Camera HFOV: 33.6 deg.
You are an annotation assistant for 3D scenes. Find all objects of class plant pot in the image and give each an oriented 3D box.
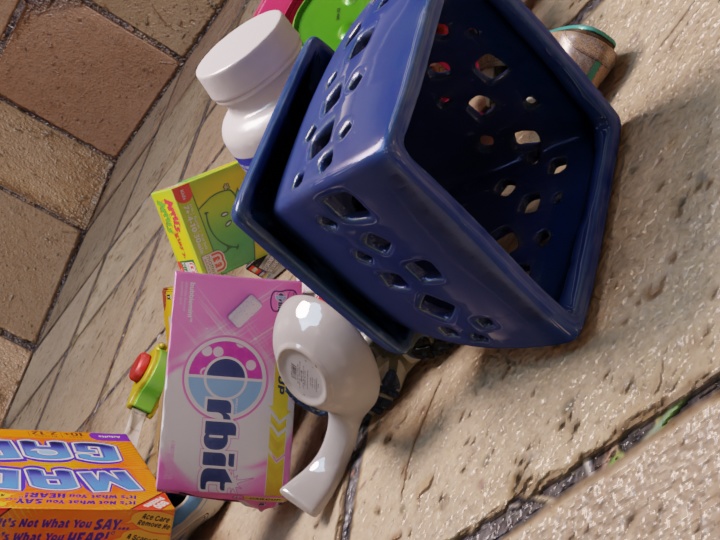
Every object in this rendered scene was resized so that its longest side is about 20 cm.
[{"bbox_3d":[0.039,-0.066,0.806,0.179,0.200,0.201,-18,42,42],"label":"plant pot"}]

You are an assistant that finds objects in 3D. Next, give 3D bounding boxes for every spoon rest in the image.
[{"bbox_3d":[-0.029,0.101,0.923,0.061,0.099,0.201,-35,-36,-40],"label":"spoon rest"}]

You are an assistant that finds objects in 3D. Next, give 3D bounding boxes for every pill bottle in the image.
[{"bbox_3d":[-0.039,-0.101,0.946,0.112,0.200,0.112,-28,28,16],"label":"pill bottle"}]

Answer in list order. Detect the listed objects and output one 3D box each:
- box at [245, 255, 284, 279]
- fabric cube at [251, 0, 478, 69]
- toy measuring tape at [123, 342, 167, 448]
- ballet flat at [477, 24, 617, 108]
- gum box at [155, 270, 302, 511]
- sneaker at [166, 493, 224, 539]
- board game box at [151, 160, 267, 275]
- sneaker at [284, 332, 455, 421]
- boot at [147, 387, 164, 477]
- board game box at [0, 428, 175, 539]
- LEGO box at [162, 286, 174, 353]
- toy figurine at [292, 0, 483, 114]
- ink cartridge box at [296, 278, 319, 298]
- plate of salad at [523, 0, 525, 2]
[{"bbox_3d":[-0.070,-0.099,1.465,0.137,0.040,0.201,-39,28,51],"label":"box"},{"bbox_3d":[0.024,-0.278,1.226,0.201,0.199,0.196,-61,17,-2],"label":"fabric cube"},{"bbox_3d":[-0.280,0.167,1.587,0.074,0.073,0.201,-47,22,36],"label":"toy measuring tape"},{"bbox_3d":[0.134,-0.157,0.967,0.068,0.068,0.200,-68,17,-1],"label":"ballet flat"},{"bbox_3d":[-0.116,0.108,1.051,0.066,0.113,0.201,126,148,-76],"label":"gum box"},{"bbox_3d":[-0.206,0.266,1.232,0.200,0.072,0.072,-56,20,20],"label":"sneaker"},{"bbox_3d":[-0.111,-0.070,1.260,0.199,0.102,0.048,-26,11,-34],"label":"board game box"},{"bbox_3d":[0.018,0.052,0.967,0.200,0.077,0.085,-36,24,33],"label":"sneaker"},{"bbox_3d":[-0.229,0.212,1.397,0.175,0.066,0.200,-42,24,16],"label":"boot"},{"bbox_3d":[-0.316,0.283,1.159,0.200,0.199,0.201,31,112,62],"label":"board game box"},{"bbox_3d":[-0.138,0.087,1.205,0.200,0.077,0.150,179,86,-69],"label":"LEGO box"},{"bbox_3d":[0.044,-0.181,1.061,0.149,0.185,0.201,-14,43,16],"label":"toy figurine"},{"bbox_3d":[0.000,0.000,1.083,0.116,0.067,0.200,-55,19,19],"label":"ink cartridge box"},{"bbox_3d":[0.100,-0.334,1.102,0.201,0.199,0.048,-59,7,4],"label":"plate of salad"}]
